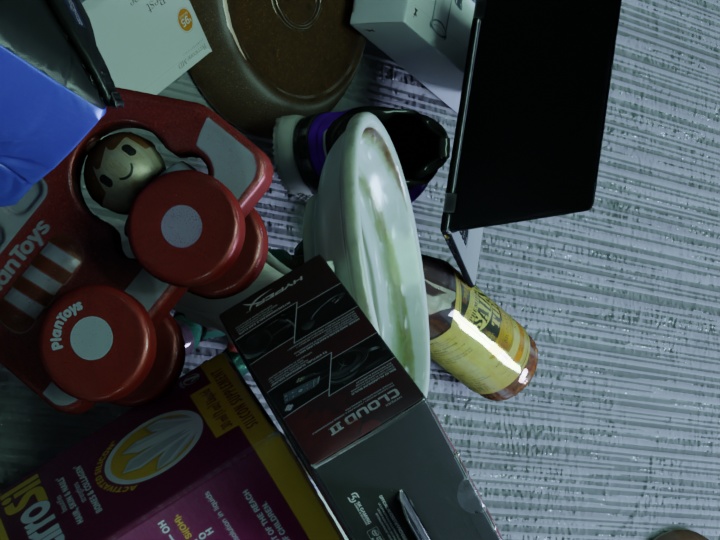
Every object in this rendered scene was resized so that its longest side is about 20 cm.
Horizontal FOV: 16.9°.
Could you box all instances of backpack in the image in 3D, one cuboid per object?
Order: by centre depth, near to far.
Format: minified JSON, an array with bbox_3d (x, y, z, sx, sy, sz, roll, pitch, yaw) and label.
[{"bbox_3d":[-0.251,-0.144,1.358,0.162,0.168,0.200,38,25,-39],"label":"backpack"}]

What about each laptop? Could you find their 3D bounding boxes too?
[{"bbox_3d":[0.128,-0.101,1.699,0.200,0.115,0.188,60,38,-69],"label":"laptop"}]

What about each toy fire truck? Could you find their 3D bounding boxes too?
[{"bbox_3d":[-0.156,-0.021,1.420,0.200,0.168,0.112,-52,172,1],"label":"toy fire truck"}]

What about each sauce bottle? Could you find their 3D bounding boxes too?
[{"bbox_3d":[0.056,0.028,1.791,0.200,0.066,0.066,39,59,-44],"label":"sauce bottle"}]

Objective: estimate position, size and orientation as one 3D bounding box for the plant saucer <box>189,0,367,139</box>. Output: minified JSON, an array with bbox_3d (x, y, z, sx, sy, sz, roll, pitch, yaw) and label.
[{"bbox_3d":[-0.055,-0.193,1.700,0.200,0.034,0.201,7,81,-51],"label":"plant saucer"}]

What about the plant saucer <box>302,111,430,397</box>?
[{"bbox_3d":[0.000,0.000,1.566,0.200,0.050,0.201,-9,90,-78],"label":"plant saucer"}]

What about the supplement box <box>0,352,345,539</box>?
[{"bbox_3d":[-0.126,0.159,1.439,0.200,0.131,0.103,-33,118,-6],"label":"supplement box"}]

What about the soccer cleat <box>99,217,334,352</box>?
[{"bbox_3d":[-0.107,-0.006,1.504,0.078,0.199,0.069,-70,166,7],"label":"soccer cleat"}]

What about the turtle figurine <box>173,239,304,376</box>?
[{"bbox_3d":[-0.074,0.022,1.615,0.200,0.100,0.150,-41,118,-38],"label":"turtle figurine"}]

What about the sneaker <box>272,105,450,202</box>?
[{"bbox_3d":[0.024,-0.078,1.712,0.200,0.099,0.070,0,82,-64],"label":"sneaker"}]

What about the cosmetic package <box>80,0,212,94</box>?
[{"bbox_3d":[-0.180,-0.125,1.528,0.200,0.050,0.083,-45,121,-42],"label":"cosmetic package"}]

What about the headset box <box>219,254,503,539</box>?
[{"bbox_3d":[0.008,0.105,1.387,0.077,0.200,0.149,-31,124,-3],"label":"headset box"}]

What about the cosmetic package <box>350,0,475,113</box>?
[{"bbox_3d":[0.068,-0.216,1.810,0.200,0.051,0.152,32,65,-57],"label":"cosmetic package"}]

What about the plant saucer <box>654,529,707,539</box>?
[{"bbox_3d":[0.285,0.322,2.066,0.200,0.034,0.201,7,80,-48],"label":"plant saucer"}]

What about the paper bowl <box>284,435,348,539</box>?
[{"bbox_3d":[-0.026,0.196,1.609,0.200,0.104,0.202,-9,115,-19],"label":"paper bowl"}]
